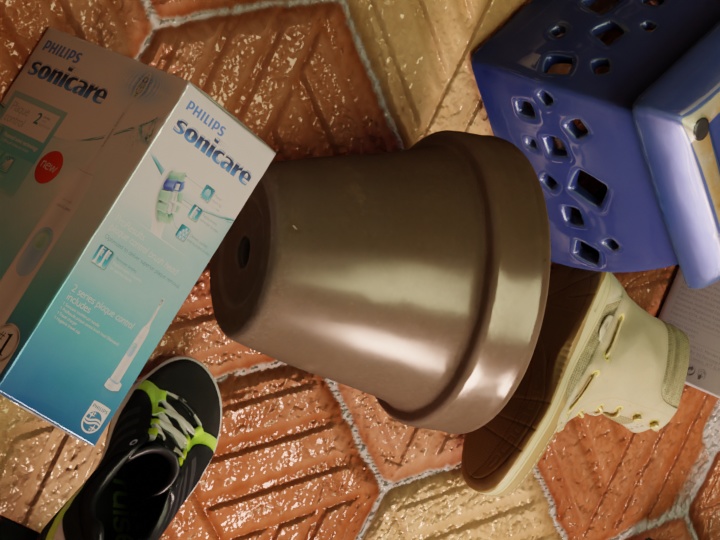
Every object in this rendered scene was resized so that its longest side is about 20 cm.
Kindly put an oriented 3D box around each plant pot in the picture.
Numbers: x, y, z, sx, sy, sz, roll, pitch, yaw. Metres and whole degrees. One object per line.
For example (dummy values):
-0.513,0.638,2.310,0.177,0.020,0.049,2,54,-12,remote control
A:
0.228,-0.114,1.424,0.200,0.180,0.200,-42,130,-23,plant pot
0.000,0.000,1.284,0.175,0.200,0.200,7,103,-25,plant pot

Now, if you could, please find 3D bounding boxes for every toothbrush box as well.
-0.165,-0.023,1.131,0.085,0.146,0.200,39,81,-44,toothbrush box

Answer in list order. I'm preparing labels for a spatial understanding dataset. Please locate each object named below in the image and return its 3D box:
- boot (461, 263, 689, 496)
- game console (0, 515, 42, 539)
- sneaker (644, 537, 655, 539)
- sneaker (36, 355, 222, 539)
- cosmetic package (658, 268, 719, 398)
0.172,0.105,1.541,0.155,0.073,0.200,35,78,-42,boot
-0.247,0.232,1.161,0.177,0.031,0.200,28,57,-23,game console
0.293,0.307,1.742,0.200,0.078,0.082,34,88,-35,sneaker
-0.126,0.125,1.226,0.072,0.083,0.200,40,47,-14,sneaker
0.368,0.023,1.650,0.199,0.123,0.200,17,94,-45,cosmetic package
